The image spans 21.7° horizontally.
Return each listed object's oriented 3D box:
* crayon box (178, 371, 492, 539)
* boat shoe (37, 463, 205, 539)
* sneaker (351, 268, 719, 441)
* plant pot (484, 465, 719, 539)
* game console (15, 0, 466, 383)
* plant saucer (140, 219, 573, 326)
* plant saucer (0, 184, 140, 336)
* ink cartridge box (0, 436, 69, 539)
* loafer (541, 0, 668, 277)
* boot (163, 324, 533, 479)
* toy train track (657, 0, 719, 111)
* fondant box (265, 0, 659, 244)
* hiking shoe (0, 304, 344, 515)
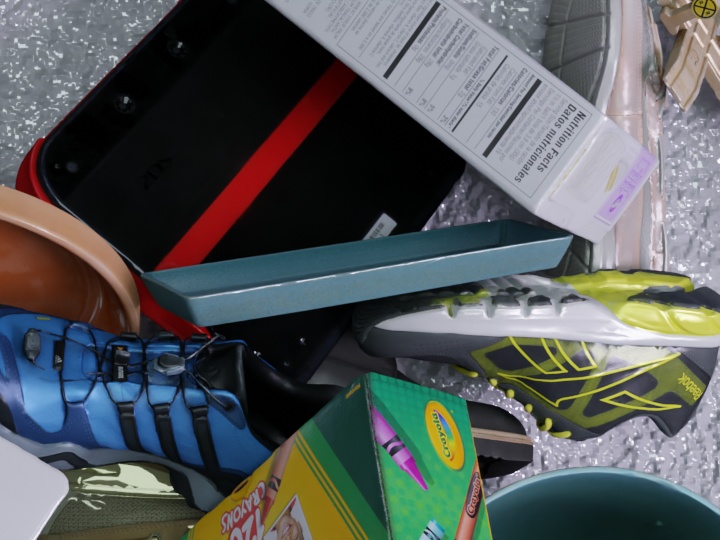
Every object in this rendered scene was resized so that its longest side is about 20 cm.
[{"bbox_3d":[-0.023,0.149,0.816,0.058,0.200,0.120,16,47,-32],"label":"crayon box"},{"bbox_3d":[-0.068,0.131,0.935,0.198,0.073,0.064,8,81,-4],"label":"boat shoe"},{"bbox_3d":[0.092,0.046,0.934,0.198,0.075,0.086,2,106,-13],"label":"sneaker"},{"bbox_3d":[0.095,0.201,0.902,0.198,0.161,0.203,1,80,-8],"label":"plant pot"},{"bbox_3d":[-0.058,-0.049,0.951,0.176,0.031,0.200,39,54,-1],"label":"game console"},{"bbox_3d":[0.000,0.000,0.889,0.198,0.070,0.019,-10,103,-24],"label":"plant saucer"},{"bbox_3d":[-0.202,0.012,0.877,0.198,0.201,0.033,4,55,-8],"label":"plant saucer"},{"bbox_3d":[-0.227,0.087,0.750,0.199,0.068,0.117,30,67,5],"label":"ink cartridge box"},{"bbox_3d":[0.137,-0.075,1.010,0.062,0.072,0.202,5,86,-26],"label":"loafer"},{"bbox_3d":[-0.004,0.029,0.966,0.198,0.077,0.140,12,67,-15],"label":"boot"},{"bbox_3d":[0.166,-0.161,0.989,0.201,0.032,0.115,52,37,-22],"label":"toy train track"},{"bbox_3d":[0.043,-0.100,0.923,0.200,0.144,0.058,41,98,17],"label":"fondant box"},{"bbox_3d":[-0.091,0.049,0.834,0.199,0.087,0.075,22,43,-35],"label":"hiking shoe"}]
